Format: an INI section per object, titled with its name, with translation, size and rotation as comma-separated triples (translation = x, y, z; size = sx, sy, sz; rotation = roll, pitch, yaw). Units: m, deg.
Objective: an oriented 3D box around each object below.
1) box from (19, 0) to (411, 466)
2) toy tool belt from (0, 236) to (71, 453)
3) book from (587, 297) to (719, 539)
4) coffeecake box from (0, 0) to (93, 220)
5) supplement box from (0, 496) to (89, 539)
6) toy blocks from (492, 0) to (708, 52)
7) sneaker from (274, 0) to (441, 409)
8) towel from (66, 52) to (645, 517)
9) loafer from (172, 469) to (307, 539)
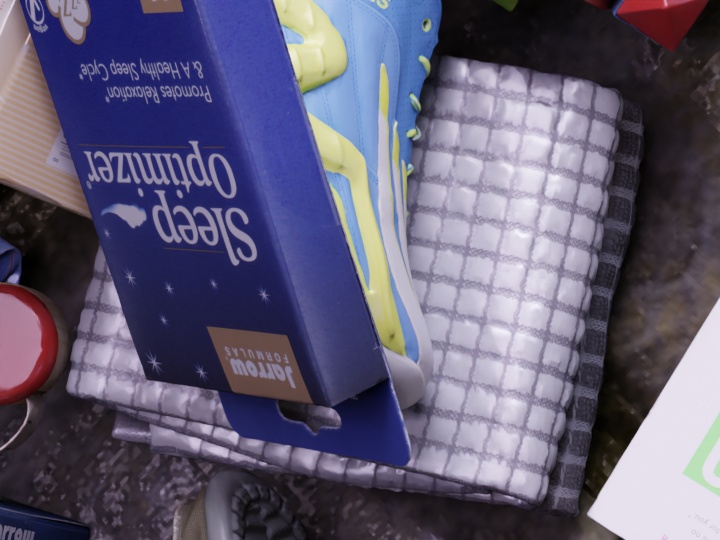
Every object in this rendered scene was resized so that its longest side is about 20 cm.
[box]
translation = -0.052, -0.023, 1.014
size = 0.121, 0.032, 0.200
rotation = 4, 117, 55
[toy tool belt]
translation = -0.193, 0.010, 1.194
size = 0.200, 0.123, 0.125
rotation = 16, 89, 16
[book]
translation = 0.192, 0.039, 1.065
size = 0.134, 0.048, 0.200
rotation = 31, 91, 21
[coffeecake box]
translation = -0.127, -0.113, 1.148
size = 0.200, 0.073, 0.154
rotation = 23, 89, 64
[supplement box]
translation = -0.245, 0.162, 1.168
size = 0.200, 0.134, 0.200
rotation = 14, 85, 24
[toy blocks]
translation = 0.060, -0.141, 1.058
size = 0.200, 0.137, 0.100
rotation = 32, 100, -4
[sneaker]
translation = 0.000, -0.055, 1.050
size = 0.105, 0.076, 0.200
rotation = -29, 99, -19
[towel]
translation = 0.000, 0.000, 1.129
size = 0.200, 0.086, 0.166
rotation = 9, 85, 22
[loafer]
translation = -0.053, 0.176, 1.112
size = 0.070, 0.075, 0.200
rotation = -6, 86, 26
